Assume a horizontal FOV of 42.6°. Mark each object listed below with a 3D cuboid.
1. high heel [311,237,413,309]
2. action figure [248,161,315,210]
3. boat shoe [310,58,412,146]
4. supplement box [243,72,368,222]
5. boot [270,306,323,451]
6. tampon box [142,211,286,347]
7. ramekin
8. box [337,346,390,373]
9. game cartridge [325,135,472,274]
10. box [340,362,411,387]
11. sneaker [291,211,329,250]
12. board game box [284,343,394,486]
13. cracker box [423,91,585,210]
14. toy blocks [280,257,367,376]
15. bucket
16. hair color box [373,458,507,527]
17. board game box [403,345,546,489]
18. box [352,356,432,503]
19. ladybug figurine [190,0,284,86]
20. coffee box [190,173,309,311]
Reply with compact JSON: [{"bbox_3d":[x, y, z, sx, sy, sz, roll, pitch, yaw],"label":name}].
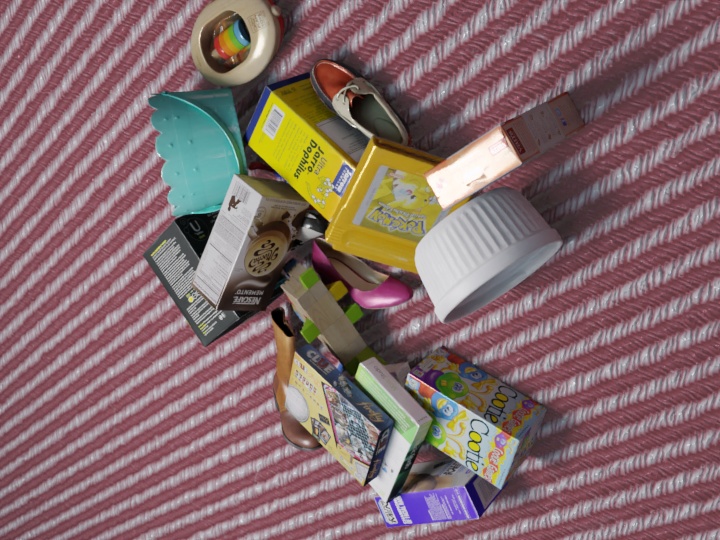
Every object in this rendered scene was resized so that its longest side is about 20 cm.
[{"bbox_3d":[0.000,0.000,1.492,0.199,0.067,0.097,15,130,47],"label":"high heel"},{"bbox_3d":[-0.101,-0.135,1.522,0.198,0.052,0.066,14,113,30],"label":"action figure"},{"bbox_3d":[-0.001,-0.244,1.366,0.071,0.063,0.200,-45,81,4],"label":"boat shoe"},{"bbox_3d":[-0.065,-0.192,1.423,0.200,0.108,0.110,43,130,14],"label":"supplement box"},{"bbox_3d":[-0.110,0.191,1.621,0.189,0.067,0.202,-116,23,-54],"label":"boot"},{"bbox_3d":[-0.253,0.000,1.630,0.126,0.149,0.201,-36,87,41],"label":"tampon box"},{"bbox_3d":[0.167,-0.025,1.270,0.106,0.199,0.200,56,132,14],"label":"ramekin"},{"bbox_3d":[0.031,0.221,1.582,0.199,0.048,0.123,40,128,16],"label":"box"},{"bbox_3d":[0.059,-0.089,1.360,0.174,0.033,0.201,15,129,-16],"label":"game cartridge"},{"bbox_3d":[-0.002,0.188,1.534,0.198,0.041,0.039,-13,102,38],"label":"box"},{"bbox_3d":[-0.127,-0.052,1.546,0.198,0.073,0.081,-10,65,46],"label":"sneaker"},{"bbox_3d":[-0.038,0.229,1.477,0.200,0.034,0.137,40,136,27],"label":"board game box"},{"bbox_3d":[0.187,-0.156,1.187,0.133,0.199,0.058,-30,92,41],"label":"cracker box"},{"bbox_3d":[-0.071,0.065,1.531,0.201,0.100,0.136,56,169,-28],"label":"toy blocks"},{"bbox_3d":[-0.258,-0.195,1.497,0.207,0.133,0.210,167,90,-83],"label":"bucket"},{"bbox_3d":[0.131,0.363,1.529,0.199,0.109,0.065,-21,97,41],"label":"hair color box"},{"bbox_3d":[0.170,0.225,1.439,0.199,0.105,0.104,30,126,23],"label":"board game box"},{"bbox_3d":[0.032,0.256,1.473,0.144,0.036,0.202,45,138,28],"label":"box"},{"bbox_3d":[-0.188,-0.369,1.461,0.198,0.072,0.137,-15,100,41],"label":"ladybug figurine"},{"bbox_3d":[-0.175,-0.041,1.468,0.080,0.112,0.202,37,111,35],"label":"coffee box"}]
